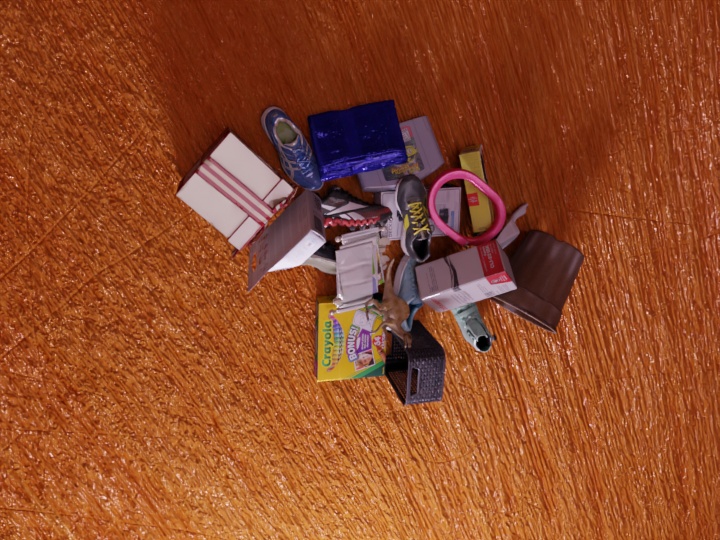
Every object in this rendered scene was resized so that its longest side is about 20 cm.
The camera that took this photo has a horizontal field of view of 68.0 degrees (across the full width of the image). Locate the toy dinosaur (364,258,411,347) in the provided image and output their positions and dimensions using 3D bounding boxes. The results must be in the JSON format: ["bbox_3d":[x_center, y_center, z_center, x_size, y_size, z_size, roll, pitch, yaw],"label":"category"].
[{"bbox_3d":[0.061,0.084,1.220,0.100,0.058,0.203,-13,80,-6],"label":"toy dinosaur"}]

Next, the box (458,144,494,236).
[{"bbox_3d":[0.277,-0.188,1.261,0.049,0.075,0.202,-6,114,21],"label":"box"}]

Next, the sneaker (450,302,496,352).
[{"bbox_3d":[0.277,0.110,1.338,0.073,0.118,0.202,-28,111,-4],"label":"sneaker"}]

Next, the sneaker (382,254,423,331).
[{"bbox_3d":[0.123,0.052,1.269,0.074,0.081,0.203,26,79,-54],"label":"sneaker"}]

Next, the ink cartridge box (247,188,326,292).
[{"bbox_3d":[-0.157,-0.055,1.112,0.047,0.161,0.200,34,116,-31],"label":"ink cartridge box"}]

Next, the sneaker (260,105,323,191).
[{"bbox_3d":[-0.141,-0.247,1.124,0.075,0.077,0.201,-38,119,-4],"label":"sneaker"}]

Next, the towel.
[{"bbox_3d":[-0.006,-0.281,1.133,0.197,0.050,0.150,-13,83,-7],"label":"towel"}]

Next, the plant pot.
[{"bbox_3d":[0.441,0.021,1.326,0.199,0.200,0.200,30,90,-22],"label":"plant pot"}]

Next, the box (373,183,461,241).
[{"bbox_3d":[0.131,-0.137,1.248,0.197,0.060,0.118,-4,108,-14],"label":"box"}]

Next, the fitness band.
[{"bbox_3d":[0.238,-0.140,1.210,0.199,0.037,0.144,35,103,-18],"label":"fitness band"}]

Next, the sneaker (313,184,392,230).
[{"bbox_3d":[-0.028,-0.139,1.173,0.197,0.071,0.099,0,100,10],"label":"sneaker"}]

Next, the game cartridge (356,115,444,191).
[{"bbox_3d":[0.080,-0.252,1.182,0.198,0.041,0.135,-20,88,-9],"label":"game cartridge"}]

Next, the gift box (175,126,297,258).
[{"bbox_3d":[-0.246,-0.152,1.065,0.185,0.200,0.186,-45,115,7],"label":"gift box"}]

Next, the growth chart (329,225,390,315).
[{"bbox_3d":[0.000,0.000,1.204,0.143,0.018,0.203,-6,111,-26],"label":"growth chart"}]

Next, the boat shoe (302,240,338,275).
[{"bbox_3d":[-0.085,-0.038,1.214,0.197,0.074,0.067,15,67,-31],"label":"boat shoe"}]

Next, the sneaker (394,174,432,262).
[{"bbox_3d":[0.126,-0.110,1.168,0.074,0.085,0.202,-17,120,-10],"label":"sneaker"}]

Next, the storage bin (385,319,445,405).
[{"bbox_3d":[0.122,0.215,1.281,0.092,0.200,0.137,-3,108,-15],"label":"storage bin"}]

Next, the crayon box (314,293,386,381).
[{"bbox_3d":[-0.024,0.162,1.299,0.170,0.058,0.203,-3,107,-15],"label":"crayon box"}]

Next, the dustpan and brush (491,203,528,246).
[{"bbox_3d":[0.358,-0.098,1.311,0.199,0.140,0.057,-33,76,-20],"label":"dustpan and brush"}]

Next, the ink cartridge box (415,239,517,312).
[{"bbox_3d":[0.244,0.018,1.236,0.198,0.085,0.144,-20,156,20],"label":"ink cartridge box"}]
